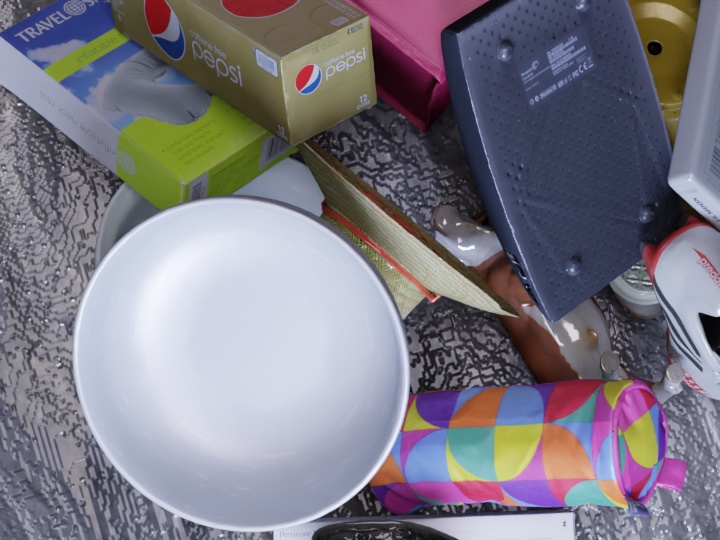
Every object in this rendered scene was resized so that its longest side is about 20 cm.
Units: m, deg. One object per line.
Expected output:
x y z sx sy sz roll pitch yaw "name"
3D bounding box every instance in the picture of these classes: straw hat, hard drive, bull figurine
0.000 0.000 1.255 0.201 0.201 0.085 39 94 3 "straw hat"
0.122 -0.084 1.235 0.135 0.042 0.201 -34 119 -25 "hard drive"
0.127 0.027 1.342 0.065 0.121 0.200 -36 92 -25 "bull figurine"

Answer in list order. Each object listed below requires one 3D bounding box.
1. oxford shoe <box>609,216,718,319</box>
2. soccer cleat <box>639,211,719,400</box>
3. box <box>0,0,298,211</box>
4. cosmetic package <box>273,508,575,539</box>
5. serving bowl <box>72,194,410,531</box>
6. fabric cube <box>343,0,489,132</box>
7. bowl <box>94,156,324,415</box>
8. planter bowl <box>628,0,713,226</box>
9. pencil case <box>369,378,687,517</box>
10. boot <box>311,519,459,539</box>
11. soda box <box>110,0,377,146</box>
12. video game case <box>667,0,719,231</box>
0.245 -0.030 1.375 0.200 0.058 0.075 -30 68 -18 "oxford shoe"
0.233 0.042 1.298 0.069 0.200 0.085 -34 52 -2 "soccer cleat"
-0.143 -0.123 1.324 0.200 0.048 0.122 38 52 22 "box"
0.042 0.202 1.347 0.199 0.051 0.083 -1 89 -1 "cosmetic package"
-0.065 0.049 1.192 0.199 0.066 0.201 2 104 10 "serving bowl"
0.034 -0.239 1.318 0.196 0.200 0.200 40 85 2 "fabric cube"
-0.084 0.024 1.326 0.200 0.090 0.202 10 57 -16 "bowl"
0.188 -0.128 1.337 0.199 0.084 0.201 1 64 -2 "planter bowl"
0.101 0.116 1.300 0.199 0.088 0.089 -3 83 33 "pencil case"
0.052 0.260 1.297 0.181 0.073 0.201 4 107 -1 "boot"
-0.078 -0.153 1.250 0.068 0.064 0.200 -29 43 -26 "soda box"
0.269 -0.096 1.311 0.182 0.023 0.201 36 56 -36 "video game case"
